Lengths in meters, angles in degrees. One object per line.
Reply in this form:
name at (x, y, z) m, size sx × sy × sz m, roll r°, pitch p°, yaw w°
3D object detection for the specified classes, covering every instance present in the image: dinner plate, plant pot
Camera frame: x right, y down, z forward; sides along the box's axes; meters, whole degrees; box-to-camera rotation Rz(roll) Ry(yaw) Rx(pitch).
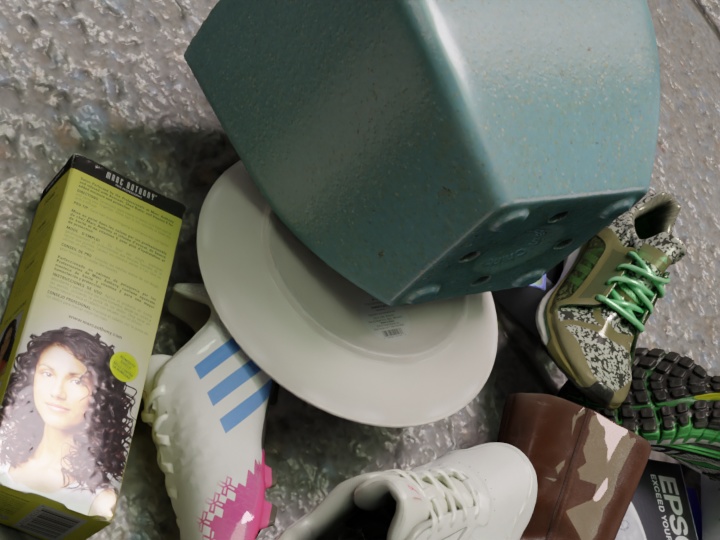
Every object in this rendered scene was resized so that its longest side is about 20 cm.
dinner plate at (0.000, 0.000, 0.756) m, size 0.200 × 0.024 × 0.200 m, roll 17°, pitch 49°, yaw -21°
plant pot at (0.052, -0.096, 0.720) m, size 0.196 × 0.196 × 0.200 m, roll -8°, pitch 66°, yaw -37°

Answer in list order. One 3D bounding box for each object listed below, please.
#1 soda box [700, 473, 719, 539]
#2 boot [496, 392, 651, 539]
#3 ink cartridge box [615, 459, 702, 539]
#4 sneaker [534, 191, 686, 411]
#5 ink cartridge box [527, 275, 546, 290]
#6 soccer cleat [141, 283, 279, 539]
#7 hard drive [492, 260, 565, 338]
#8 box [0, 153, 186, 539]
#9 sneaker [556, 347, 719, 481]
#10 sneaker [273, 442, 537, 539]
soda box at (0.286, 0.172, 0.916) m, size 0.068 × 0.064 × 0.200 m, roll 50°, pitch 32°, yaw -26°
boot at (0.153, 0.177, 0.771) m, size 0.186 × 0.064 × 0.200 m, roll 20°, pitch 60°, yaw 7°
ink cartridge box at (0.193, 0.223, 0.857) m, size 0.200 × 0.043 × 0.198 m, roll 13°, pitch 57°, yaw -35°
sneaker at (0.178, 0.008, 0.868) m, size 0.077 × 0.089 × 0.200 m, roll 35°, pitch 40°, yaw -13°
ink cartridge box at (0.047, -0.063, 0.866) m, size 0.200 × 0.042 × 0.119 m, roll 13°, pitch 69°, yaw -19°
soccer cleat at (-0.088, 0.094, 0.697) m, size 0.086 × 0.070 × 0.200 m, roll 16°, pitch 52°, yaw -13°
hard drive at (0.121, -0.038, 0.954) m, size 0.200 × 0.042 × 0.135 m, roll 45°, pitch 46°, yaw -9°
box at (-0.151, 0.038, 0.681) m, size 0.075 × 0.050 × 0.200 m, roll 25°, pitch 51°, yaw -26°
sneaker at (0.229, 0.112, 0.876) m, size 0.085 × 0.200 × 0.078 m, roll 78°, pitch 31°, yaw -41°
sneaker at (0.029, 0.141, 0.700) m, size 0.200 × 0.099 × 0.078 m, roll -25°, pitch 59°, yaw -33°
